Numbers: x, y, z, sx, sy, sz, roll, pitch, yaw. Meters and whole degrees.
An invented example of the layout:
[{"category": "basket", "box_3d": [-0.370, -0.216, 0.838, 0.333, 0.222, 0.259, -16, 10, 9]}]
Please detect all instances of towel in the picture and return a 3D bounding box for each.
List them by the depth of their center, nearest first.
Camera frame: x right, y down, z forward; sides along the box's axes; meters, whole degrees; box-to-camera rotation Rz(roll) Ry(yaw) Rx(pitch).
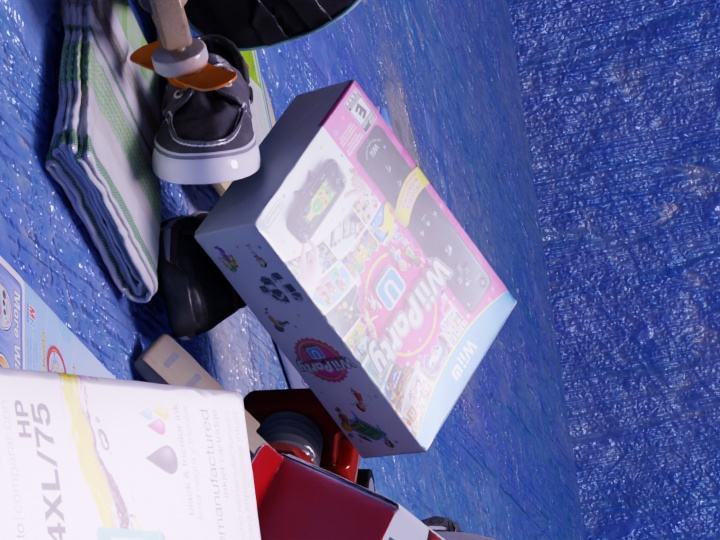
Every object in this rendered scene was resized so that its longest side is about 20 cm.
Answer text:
[{"category": "towel", "box_3d": [-0.159, -0.098, 1.471, 0.149, 0.031, 0.200, 70, 13, -49]}]

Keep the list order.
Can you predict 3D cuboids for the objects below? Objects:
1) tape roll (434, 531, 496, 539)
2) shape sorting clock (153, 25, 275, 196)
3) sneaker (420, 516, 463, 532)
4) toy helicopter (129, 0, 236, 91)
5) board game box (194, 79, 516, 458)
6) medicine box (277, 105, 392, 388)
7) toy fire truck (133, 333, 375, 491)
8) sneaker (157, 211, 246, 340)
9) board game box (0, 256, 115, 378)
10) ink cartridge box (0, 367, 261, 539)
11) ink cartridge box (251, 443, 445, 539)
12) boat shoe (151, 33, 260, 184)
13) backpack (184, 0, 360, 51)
[{"category": "tape roll", "box_3d": [0.032, 0.262, 1.617, 0.200, 0.200, 0.066, -79, 156, -61]}, {"category": "shape sorting clock", "box_3d": [-0.104, -0.130, 1.712, 0.200, 0.039, 0.201, -16, 90, -78]}, {"category": "sneaker", "box_3d": [0.067, 0.318, 2.083, 0.079, 0.074, 0.201, 69, 19, -79]}, {"category": "toy helicopter", "box_3d": [-0.122, -0.172, 1.480, 0.200, 0.079, 0.133, -147, -142, -85]}, {"category": "board game box", "box_3d": [0.000, 0.000, 1.538, 0.200, 0.064, 0.148, 54, 49, -25]}, {"category": "medicine box", "box_3d": [-0.010, 0.002, 1.889, 0.182, 0.103, 0.200, -82, 159, -58]}, {"category": "toy fire truck", "box_3d": [-0.065, 0.120, 1.536, 0.176, 0.128, 0.201, -79, 166, -61]}, {"category": "sneaker", "box_3d": [-0.068, -0.012, 1.563, 0.200, 0.115, 0.076, -72, 152, -75]}, {"category": "board game box", "box_3d": [-0.168, 0.117, 1.142, 0.196, 0.056, 0.201, 59, 24, -61]}, {"category": "ink cartridge box", "box_3d": [-0.148, 0.124, 0.896, 0.200, 0.146, 0.147, 11, 68, -59]}, {"category": "ink cartridge box", "box_3d": [-0.043, 0.218, 1.365, 0.200, 0.084, 0.176, -65, 160, -8]}, {"category": "boat shoe", "box_3d": [-0.098, -0.109, 1.522, 0.200, 0.070, 0.066, -83, 170, -71]}, {"category": "backpack", "box_3d": [-0.070, -0.260, 1.616, 0.200, 0.175, 0.153, 64, 17, -11]}]
